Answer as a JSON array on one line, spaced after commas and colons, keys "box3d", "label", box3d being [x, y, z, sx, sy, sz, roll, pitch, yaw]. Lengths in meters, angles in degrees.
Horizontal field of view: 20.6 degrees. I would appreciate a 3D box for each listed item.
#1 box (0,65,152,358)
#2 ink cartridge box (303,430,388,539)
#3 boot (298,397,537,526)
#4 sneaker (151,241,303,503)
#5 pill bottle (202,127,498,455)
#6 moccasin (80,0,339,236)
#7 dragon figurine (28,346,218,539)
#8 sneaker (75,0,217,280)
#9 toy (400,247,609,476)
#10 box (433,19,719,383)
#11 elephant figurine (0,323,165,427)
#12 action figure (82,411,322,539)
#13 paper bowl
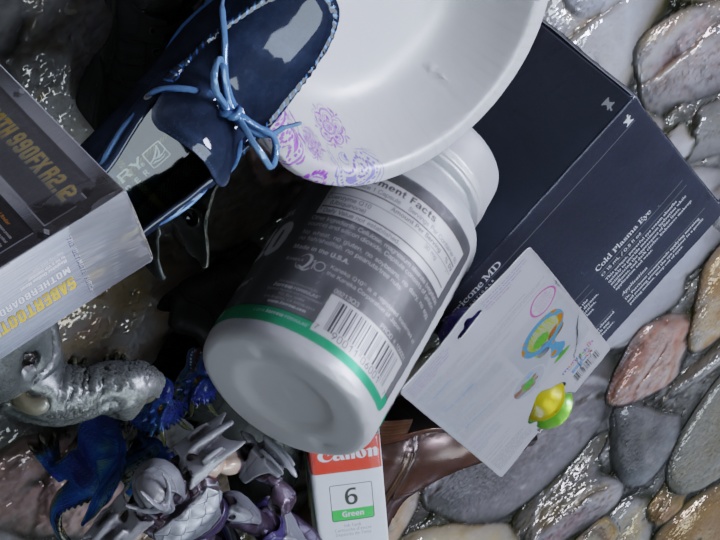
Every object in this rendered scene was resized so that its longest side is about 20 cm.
[{"box3d": [-0.215, -0.029, 0.930, 0.158, 0.200, 0.049, -34, 138, -17], "label": "box"}, {"box3d": [-0.015, 0.109, 1.311, 0.050, 0.109, 0.201, -7, 118, -3], "label": "ink cartridge box"}, {"box3d": [0.021, 0.184, 1.473, 0.185, 0.064, 0.201, 8, 116, -33], "label": "boot"}, {"box3d": [-0.090, 0.076, 1.269, 0.090, 0.076, 0.201, -20, 127, -22], "label": "sneaker"}, {"box3d": [0.000, 0.000, 1.175, 0.201, 0.112, 0.113, -58, 152, -32], "label": "pill bottle"}, {"box3d": [-0.080, -0.063, 0.974, 0.080, 0.068, 0.200, 39, 97, -26], "label": "moccasin"}, {"box3d": [-0.150, 0.119, 1.215, 0.059, 0.099, 0.201, -2, 125, -42], "label": "dragon figurine"}, {"box3d": [-0.098, -0.088, 1.040, 0.060, 0.105, 0.200, -22, 158, -31], "label": "sneaker"}, {"box3d": [0.085, 0.053, 1.255, 0.115, 0.047, 0.200, -49, 148, -1], "label": "toy"}, {"box3d": [0.118, -0.032, 1.331, 0.200, 0.104, 0.182, -47, 144, 2], "label": "box"}, {"box3d": [-0.226, 0.034, 1.041, 0.199, 0.142, 0.155, -29, 156, -11], "label": "elephant figurine"}, {"box3d": [-0.088, 0.152, 1.197, 0.130, 0.070, 0.200, -31, 155, 8], "label": "action figure"}, {"box3d": [0.001, -0.155, 1.101, 0.200, 0.104, 0.202, -27, 140, -25], "label": "paper bowl"}]
